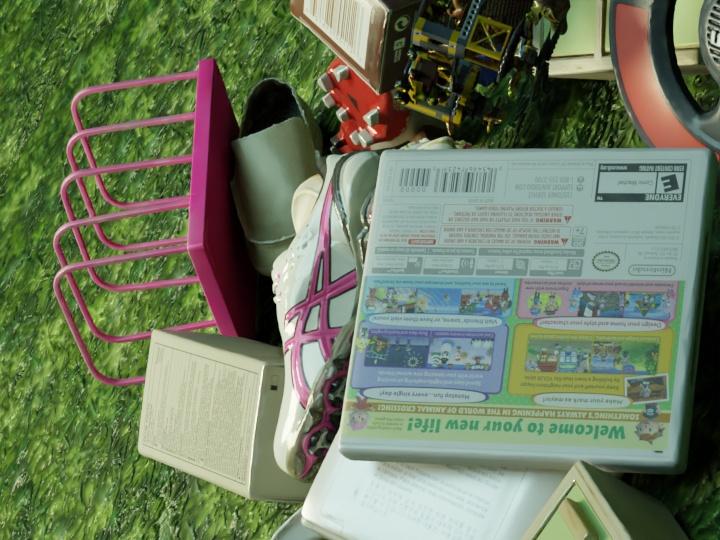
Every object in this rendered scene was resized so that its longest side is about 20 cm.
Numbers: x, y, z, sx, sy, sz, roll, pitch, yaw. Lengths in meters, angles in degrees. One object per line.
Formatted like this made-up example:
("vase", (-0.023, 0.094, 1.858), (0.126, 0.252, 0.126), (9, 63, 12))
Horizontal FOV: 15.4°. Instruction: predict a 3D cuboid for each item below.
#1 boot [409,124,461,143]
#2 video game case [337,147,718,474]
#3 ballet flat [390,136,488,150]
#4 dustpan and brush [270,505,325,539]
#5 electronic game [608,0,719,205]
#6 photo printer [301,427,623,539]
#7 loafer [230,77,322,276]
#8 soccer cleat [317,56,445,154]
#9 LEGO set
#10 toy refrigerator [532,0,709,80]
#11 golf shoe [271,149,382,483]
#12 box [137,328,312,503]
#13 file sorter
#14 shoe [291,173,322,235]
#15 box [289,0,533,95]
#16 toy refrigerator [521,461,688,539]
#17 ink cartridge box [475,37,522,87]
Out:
("boot", (0.039, 0.014, 1.720), (0.156, 0.076, 0.200), (-59, 35, 21))
("video game case", (0.093, 0.020, 1.474), (0.199, 0.022, 0.183), (1, 70, 22))
("ballet flat", (0.075, -0.054, 1.612), (0.198, 0.064, 0.076), (3, 60, 18))
("dustpan and brush", (0.034, 0.110, 1.623), (0.199, 0.058, 0.140), (-23, -5, 11))
("electronic game", (0.220, -0.131, 1.458), (0.199, 0.041, 0.202), (8, 103, 39))
("photo printer", (0.075, 0.087, 1.513), (0.166, 0.069, 0.201), (21, 83, 31))
("loafer", (-0.063, -0.071, 1.966), (0.075, 0.069, 0.201), (-21, 36, 8))
("soccer cleat", (0.023, -0.113, 1.789), (0.085, 0.069, 0.200), (-33, -15, -9))
("LEGO set", (0.107, -0.167, 1.574), (0.154, 0.115, 0.201), (99, -167, -66))
("toy refrigerator", (0.179, -0.157, 1.603), (0.200, 0.070, 0.077), (5, 94, 62))
("golf shoe", (-0.015, 0.027, 1.585), (0.092, 0.072, 0.201), (14, 82, 36))
("box", (-0.078, 0.098, 1.814), (0.200, 0.077, 0.096), (15, 98, 63))
("file sorter", (-0.153, -0.032, 1.981), (0.124, 0.139, 0.201), (-9, 45, 9))
("shoe", (0.000, 0.000, 1.678), (0.200, 0.053, 0.070), (49, 132, 45))
("box", (0.062, -0.197, 1.714), (0.100, 0.199, 0.075), (45, 145, 32))
("toy refrigerator", (0.142, 0.184, 1.348), (0.076, 0.070, 0.200), (-55, 26, 14))
("ink cartridge box", (0.095, -0.230, 1.883), (0.094, 0.044, 0.201), (-44, 31, 29))
